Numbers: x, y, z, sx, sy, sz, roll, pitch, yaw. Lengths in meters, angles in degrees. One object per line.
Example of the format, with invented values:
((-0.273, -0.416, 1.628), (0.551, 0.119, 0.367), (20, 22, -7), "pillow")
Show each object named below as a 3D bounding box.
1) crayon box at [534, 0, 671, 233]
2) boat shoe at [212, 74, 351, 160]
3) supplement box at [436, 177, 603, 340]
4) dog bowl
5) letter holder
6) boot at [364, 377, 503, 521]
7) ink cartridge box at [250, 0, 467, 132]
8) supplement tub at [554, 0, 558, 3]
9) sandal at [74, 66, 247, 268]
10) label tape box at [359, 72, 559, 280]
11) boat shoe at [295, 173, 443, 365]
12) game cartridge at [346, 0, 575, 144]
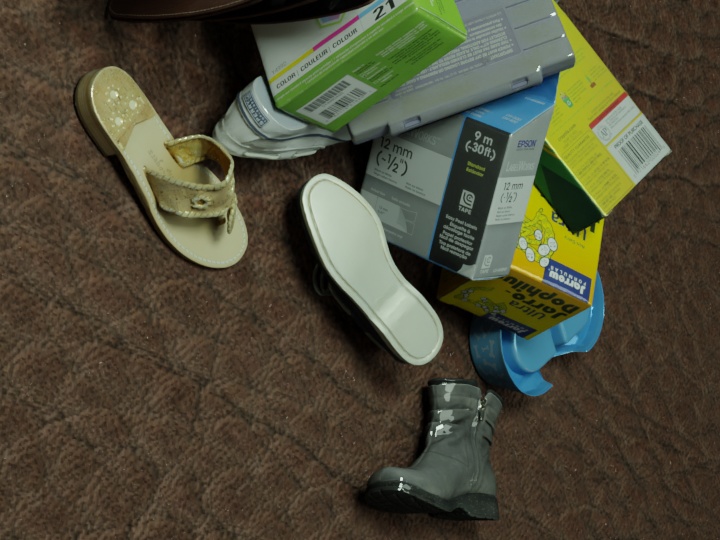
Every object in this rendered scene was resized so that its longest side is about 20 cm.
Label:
((0.186, -0.151, 1.460), (0.127, 0.051, 0.200), (-41, 95, -36), "crayon box")
((-0.060, -0.130, 1.326), (0.074, 0.065, 0.200), (61, 26, 12), "boat shoe")
((0.161, -0.054, 1.505), (0.109, 0.110, 0.200), (24, 60, -21), "supplement box")
((0.180, 0.051, 1.604), (0.200, 0.050, 0.112), (-36, 113, -45), "dog bowl")
((-0.082, -0.228, 1.190), (0.101, 0.200, 0.142), (35, 70, -39), "letter holder")
((0.068, 0.161, 1.458), (0.200, 0.070, 0.132), (23, 66, -58), "boot")
((-0.019, -0.237, 1.267), (0.076, 0.148, 0.200), (19, 46, -51), "ink cartridge box")
((0.133, -0.317, 1.490), (0.200, 0.122, 0.123), (80, 32, -49), "supplement tub")
((-0.134, -0.077, 1.228), (0.212, 0.070, 0.078), (51, 51, -34), "sandal")
((0.084, -0.109, 1.381), (0.066, 0.143, 0.200), (-9, 118, -50), "label tape box")
((0.000, 0.000, 1.383), (0.075, 0.062, 0.200), (-49, 115, -21), "boat shoe")
((0.068, -0.193, 1.328), (0.038, 0.200, 0.130), (70, 0, -77), "game cartridge")
